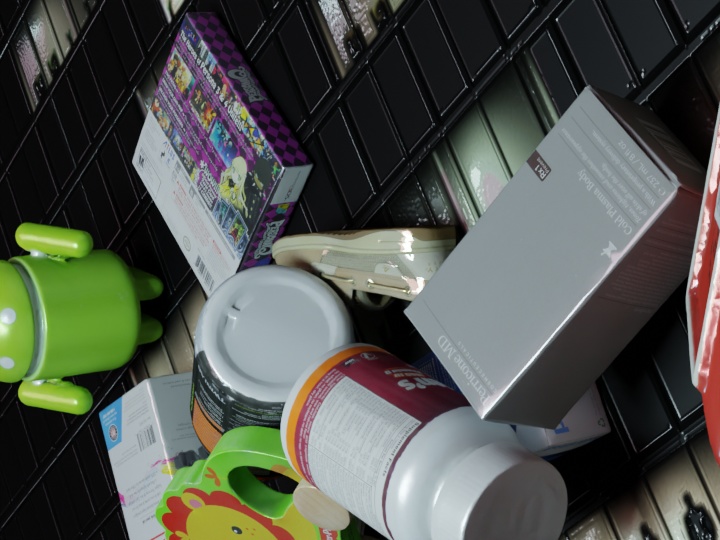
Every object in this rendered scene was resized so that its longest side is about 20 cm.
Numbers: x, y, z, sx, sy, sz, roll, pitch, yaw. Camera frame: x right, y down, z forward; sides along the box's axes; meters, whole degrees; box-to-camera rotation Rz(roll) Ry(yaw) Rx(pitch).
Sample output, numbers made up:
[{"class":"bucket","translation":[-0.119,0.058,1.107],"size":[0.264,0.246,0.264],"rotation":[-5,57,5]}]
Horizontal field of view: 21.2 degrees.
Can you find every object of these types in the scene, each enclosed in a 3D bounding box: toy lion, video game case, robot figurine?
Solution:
[{"class":"toy lion","translation":[-0.074,0.194,1.499],"size":[0.191,0.069,0.200],"rotation":[13,137,21]},{"class":"video game case","translation":[-0.125,-0.093,1.681],"size":[0.200,0.036,0.181],"rotation":[57,139,33]},{"class":"robot figurine","translation":[-0.285,0.042,1.797],"size":[0.116,0.200,0.176],"rotation":[23,114,53]}]

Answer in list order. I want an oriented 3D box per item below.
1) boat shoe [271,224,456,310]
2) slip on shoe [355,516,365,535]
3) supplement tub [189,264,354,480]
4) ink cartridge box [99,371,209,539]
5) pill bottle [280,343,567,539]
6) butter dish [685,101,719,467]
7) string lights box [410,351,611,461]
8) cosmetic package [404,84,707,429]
[{"class":"boat shoe","translation":[0.000,0.000,1.484],"size":[0.200,0.072,0.065],"rotation":[-2,93,51]},{"class":"slip on shoe","translation":[-0.039,0.270,1.600],"size":[0.074,0.061,0.200],"rotation":[19,102,24]},{"class":"supplement tub","translation":[-0.073,0.089,1.528],"size":[0.200,0.122,0.123],"rotation":[105,146,-64]},{"class":"ink cartridge box","translation":[-0.168,0.205,1.772],"size":[0.115,0.068,0.200],"rotation":[-34,67,54]},{"class":"pill bottle","translation":[0.042,0.131,1.303],"size":[0.200,0.109,0.110],"rotation":[28,119,48]},{"class":"butter dish","translation":[0.260,-0.010,1.039],"size":[0.200,0.147,0.200],"rotation":[-70,-14,-68]},{"class":"string lights box","translation":[0.085,0.102,1.383],"size":[0.200,0.059,0.103],"rotation":[-35,68,53]},{"class":"cosmetic package","translation":[0.132,-0.004,1.220],"size":[0.200,0.090,0.107],"rotation":[-51,53,19]}]
